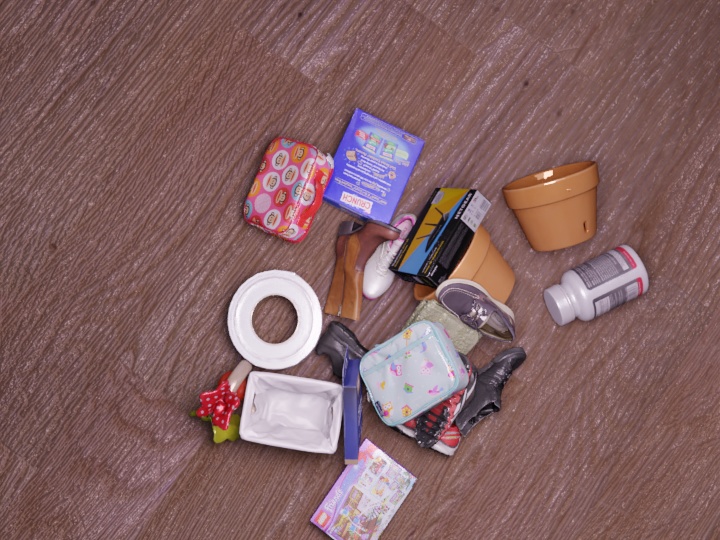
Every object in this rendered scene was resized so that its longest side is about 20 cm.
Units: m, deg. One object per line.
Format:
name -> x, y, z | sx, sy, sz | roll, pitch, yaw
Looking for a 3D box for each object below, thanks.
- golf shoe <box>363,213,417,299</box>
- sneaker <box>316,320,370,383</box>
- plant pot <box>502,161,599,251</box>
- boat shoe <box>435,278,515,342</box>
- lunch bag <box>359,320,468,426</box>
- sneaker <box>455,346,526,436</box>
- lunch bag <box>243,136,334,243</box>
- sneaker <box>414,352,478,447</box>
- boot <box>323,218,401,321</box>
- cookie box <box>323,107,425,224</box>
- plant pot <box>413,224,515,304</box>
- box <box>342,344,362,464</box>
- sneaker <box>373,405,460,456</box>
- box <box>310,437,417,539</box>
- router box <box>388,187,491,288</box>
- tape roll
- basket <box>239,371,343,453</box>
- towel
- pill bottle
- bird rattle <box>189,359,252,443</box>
golf shoe -> 0.059, -0.035, 1.732 | 0.074, 0.092, 0.203 | 28, 84, 1
sneaker -> -0.008, 0.199, 1.717 | 0.199, 0.076, 0.091 | 43, 96, 7
plant pot -> 0.403, -0.128, 1.703 | 0.195, 0.200, 0.143 | -17, 99, -3
boat shoe -> 0.229, 0.080, 1.586 | 0.198, 0.065, 0.072 | 30, 116, -31
lunch bag -> 0.096, 0.197, 1.597 | 0.198, 0.077, 0.163 | -33, 74, 22
sneaker -> 0.271, 0.246, 1.697 | 0.197, 0.060, 0.105 | -29, 50, 1
lunch bag -> -0.142, -0.166, 1.708 | 0.174, 0.081, 0.204 | 21, 86, 39
sneaker -> 0.178, 0.263, 1.649 | 0.070, 0.097, 0.204 | 27, 94, 35
boot -> 0.000, 0.000, 1.690 | 0.186, 0.068, 0.205 | 3, 78, 44
cookie box -> 0.021, -0.212, 1.760 | 0.168, 0.075, 0.204 | 25, 83, 2
plant pot -> 0.222, 0.016, 1.687 | 0.139, 0.200, 0.202 | 36, 83, -13
box -> -0.015, 0.263, 1.636 | 0.031, 0.122, 0.205 | -1, 109, 5
sneaker -> 0.119, 0.306, 1.704 | 0.197, 0.077, 0.086 | 29, 77, -8
box -> 0.007, 0.467, 1.691 | 0.136, 0.039, 0.202 | 36, 83, 3
router box -> 0.155, -0.067, 1.641 | 0.051, 0.148, 0.202 | 37, 77, -27
tape roll -> -0.175, 0.103, 1.718 | 0.197, 0.071, 0.208 | 0, 83, -1
basket -> -0.135, 0.285, 1.669 | 0.195, 0.123, 0.139 | 9, 82, -1
towel -> 0.144, 0.151, 1.668 | 0.146, 0.037, 0.201 | 28, 126, -11
pill bottle -> 0.488, 0.036, 1.722 | 0.196, 0.111, 0.113 | -25, 84, -5
bird rattle -> -0.272, 0.246, 1.644 | 0.111, 0.201, 0.165 | 26, 57, 6
